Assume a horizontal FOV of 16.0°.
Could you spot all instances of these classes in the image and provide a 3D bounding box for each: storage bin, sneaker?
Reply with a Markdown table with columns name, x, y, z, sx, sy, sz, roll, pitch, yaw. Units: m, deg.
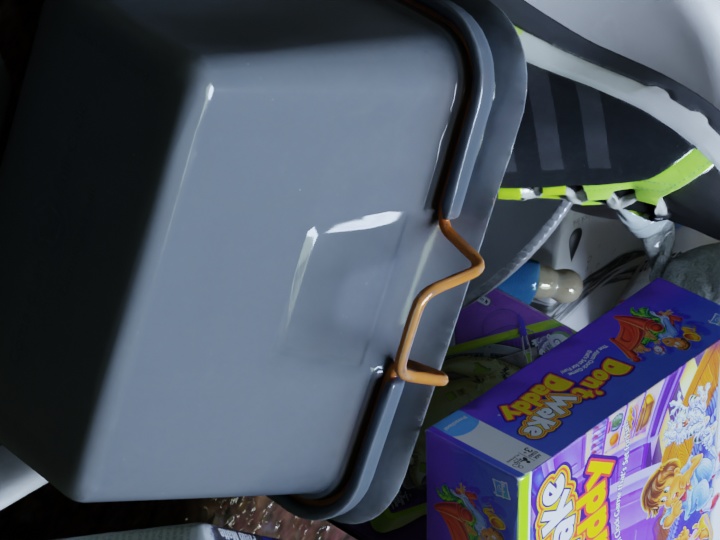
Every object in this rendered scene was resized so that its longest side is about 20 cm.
| name | x | y | z | sx | sy | sz | roll | pitch | yaw |
| --- | --- | --- | --- | --- | --- | --- | --- | --- | --- |
| storage bin | -0.045 | -0.007 | 0.862 | 0.134 | 0.146 | 0.200 | -6 | 120 | -47 |
| sneaker | 0.061 | -0.046 | 0.942 | 0.083 | 0.200 | 0.072 | -59 | 173 | -8 |

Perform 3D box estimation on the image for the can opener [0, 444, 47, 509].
| name | x | y | z | sx | sy | sz | roll | pitch | yaw |
| --- | --- | --- | --- | --- | --- | --- | --- | --- | --- |
| can opener | -0.117 | 0.050 | 1.002 | 0.200 | 0.053 | 0.067 | -26 | 133 | -44 |

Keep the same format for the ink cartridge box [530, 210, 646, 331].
| name | x | y | z | sx | sy | sz | roll | pitch | yaw |
| --- | --- | --- | --- | --- | --- | --- | --- | --- | --- |
| ink cartridge box | 0.099 | 0.000 | 1.259 | 0.116 | 0.067 | 0.200 | -27 | 133 | -45 |

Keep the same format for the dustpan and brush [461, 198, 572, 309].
| name | x | y | z | sx | sy | sz | roll | pitch | yaw |
| --- | --- | --- | --- | --- | --- | --- | --- | --- | --- |
| dustpan and brush | 0.000 | 0.000 | 1.041 | 0.200 | 0.139 | 0.057 | -67 | 159 | 4 |

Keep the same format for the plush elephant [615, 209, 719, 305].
| name | x | y | z | sx | sy | sz | roll | pitch | yaw |
| --- | --- | --- | --- | --- | --- | --- | --- | --- | --- |
| plush elephant | 0.205 | 0.011 | 1.017 | 0.200 | 0.155 | 0.165 | 61 | 25 | -23 |

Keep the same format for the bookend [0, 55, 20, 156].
| name | x | y | z | sx | sy | sz | roll | pitch | yaw |
| --- | --- | --- | --- | --- | --- | --- | --- | --- | --- |
| bookend | -0.158 | -0.107 | 0.793 | 0.200 | 0.092 | 0.199 | -61 | 161 | -23 |

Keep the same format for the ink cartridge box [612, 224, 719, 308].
| name | x | y | z | sx | sy | sz | roll | pitch | yaw |
| --- | --- | --- | --- | --- | --- | --- | --- | --- | --- |
| ink cartridge box | 0.183 | 0.001 | 1.199 | 0.200 | 0.068 | 0.115 | -57 | -169 | -13 |

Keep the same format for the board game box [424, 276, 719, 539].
| name | x | y | z | sx | sy | sz | roll | pitch | yaw |
| --- | --- | --- | --- | --- | --- | --- | --- | --- | --- |
| board game box | 0.085 | 0.120 | 0.972 | 0.134 | 0.045 | 0.200 | -30 | 132 | -37 |

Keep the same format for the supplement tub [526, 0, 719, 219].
| name | x | y | z | sx | sy | sz | roll | pitch | yaw |
| --- | --- | --- | --- | --- | --- | --- | --- | --- | --- |
| supplement tub | 0.143 | -0.126 | 1.140 | 0.200 | 0.145 | 0.146 | -43 | 145 | -48 |

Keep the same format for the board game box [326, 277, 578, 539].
| name | x | y | z | sx | sy | sz | roll | pitch | yaw |
| --- | --- | --- | --- | --- | --- | --- | --- | --- | --- |
| board game box | 0.019 | 0.055 | 1.060 | 0.120 | 0.200 | 0.032 | -56 | 152 | -9 |

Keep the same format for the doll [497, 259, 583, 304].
| name | x | y | z | sx | sy | sz | roll | pitch | yaw |
| --- | --- | --- | --- | --- | --- | --- | --- | --- | --- |
| doll | 0.046 | 0.043 | 1.179 | 0.136 | 0.048 | 0.200 | -32 | 119 | 13 |

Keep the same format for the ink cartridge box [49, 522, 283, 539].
| name | x | y | z | sx | sy | sz | roll | pitch | yaw |
| --- | --- | --- | --- | --- | --- | --- | --- | --- | --- |
| ink cartridge box | -0.046 | 0.134 | 1.040 | 0.200 | 0.200 | 0.041 | 22 | 65 | -58 |
